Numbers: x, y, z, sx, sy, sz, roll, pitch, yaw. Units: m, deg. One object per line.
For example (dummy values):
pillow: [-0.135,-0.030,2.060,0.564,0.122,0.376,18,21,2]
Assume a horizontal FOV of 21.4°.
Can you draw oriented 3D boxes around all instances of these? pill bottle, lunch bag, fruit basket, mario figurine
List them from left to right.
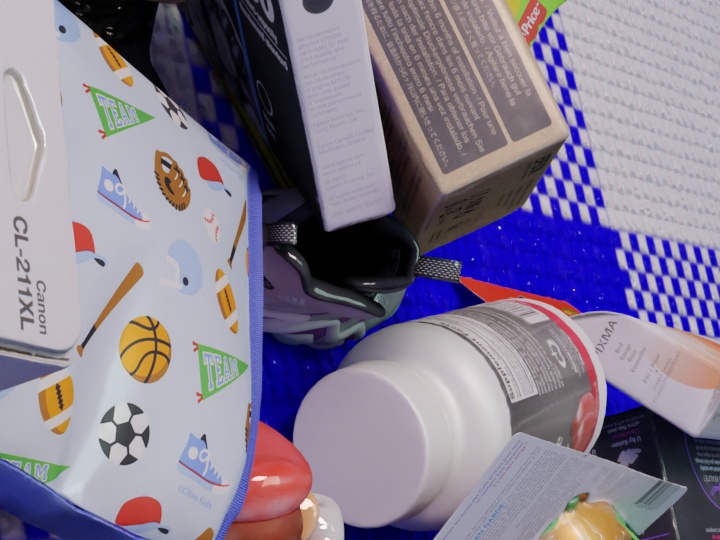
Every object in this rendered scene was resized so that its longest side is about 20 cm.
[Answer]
lunch bag: [-0.126,0.017,0.785,0.170,0.123,0.201,36,37,-45]
mario figurine: [-0.056,0.164,0.872,0.123,0.105,0.202,33,44,-77]
pill bottle: [0.048,0.080,1.039,0.199,0.110,0.112,-11,83,-59]
fruit basket: [0.068,0.164,0.985,0.199,0.186,0.094,23,18,-49]

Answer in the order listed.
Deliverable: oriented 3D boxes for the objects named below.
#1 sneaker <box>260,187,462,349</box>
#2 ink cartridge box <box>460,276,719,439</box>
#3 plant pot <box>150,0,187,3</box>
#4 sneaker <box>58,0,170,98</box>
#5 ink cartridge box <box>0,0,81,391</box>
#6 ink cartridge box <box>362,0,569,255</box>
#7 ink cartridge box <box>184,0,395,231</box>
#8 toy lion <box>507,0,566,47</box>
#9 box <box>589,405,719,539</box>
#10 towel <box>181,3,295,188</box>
sneaker: [0.000,0.000,0.968,0.199,0.139,0.079,6,84,-54]
ink cartridge box: [0.179,0.042,1.207,0.200,0.050,0.162,36,13,33]
plant pot: [-0.140,-0.206,0.766,0.197,0.200,0.202,13,61,-39]
sneaker: [-0.126,-0.144,0.908,0.077,0.083,0.202,-15,87,-59]
ink cartridge box: [-0.195,-0.019,0.615,0.083,0.199,0.147,18,58,-53]
ink cartridge box: [0.028,-0.106,0.959,0.200,0.075,0.166,104,-38,-83]
ink cartridge box: [-0.049,-0.152,0.879,0.199,0.043,0.201,-123,-161,-45]
toy lion: [0.055,-0.191,1.119,0.191,0.068,0.201,39,65,-30]
box: [0.186,0.196,1.200,0.122,0.105,0.202,12,63,-53]
towel: [-0.038,-0.091,1.085,0.201,0.018,0.086,62,32,-15]
